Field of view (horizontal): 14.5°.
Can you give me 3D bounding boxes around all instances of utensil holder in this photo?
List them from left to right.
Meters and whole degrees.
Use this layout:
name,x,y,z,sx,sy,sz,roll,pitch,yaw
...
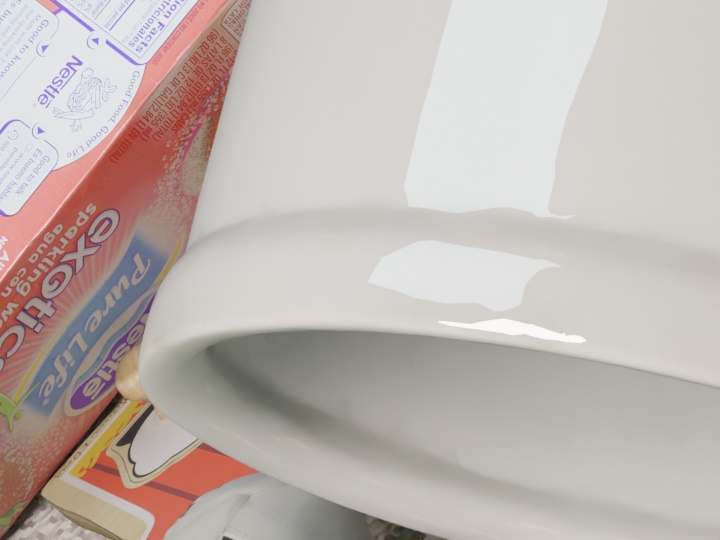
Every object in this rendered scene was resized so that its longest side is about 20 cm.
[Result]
name,x,y,z,sx,sy,sz,roll,pitch,yaw
utensil holder,0.064,-0.055,0.517,0.170,0.170,0.200,-4,67,47

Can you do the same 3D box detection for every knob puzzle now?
name,x,y,z,sx,sy,sz,roll,pitch,yaw
knob puzzle,0.000,0.000,0.731,0.220,0.030,0.220,-38,20,16

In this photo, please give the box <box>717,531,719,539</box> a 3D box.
name,x,y,z,sx,sy,sz,roll,pitch,yaw
box,0.132,-0.004,0.612,0.200,0.032,0.121,-36,29,11

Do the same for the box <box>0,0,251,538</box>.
name,x,y,z,sx,sy,sz,roll,pitch,yaw
box,-0.109,-0.013,0.787,0.103,0.095,0.200,37,87,25

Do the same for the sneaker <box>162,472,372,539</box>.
name,x,y,z,sx,sy,sz,roll,pitch,yaw
sneaker,0.022,0.098,0.566,0.129,0.080,0.199,-18,23,15
